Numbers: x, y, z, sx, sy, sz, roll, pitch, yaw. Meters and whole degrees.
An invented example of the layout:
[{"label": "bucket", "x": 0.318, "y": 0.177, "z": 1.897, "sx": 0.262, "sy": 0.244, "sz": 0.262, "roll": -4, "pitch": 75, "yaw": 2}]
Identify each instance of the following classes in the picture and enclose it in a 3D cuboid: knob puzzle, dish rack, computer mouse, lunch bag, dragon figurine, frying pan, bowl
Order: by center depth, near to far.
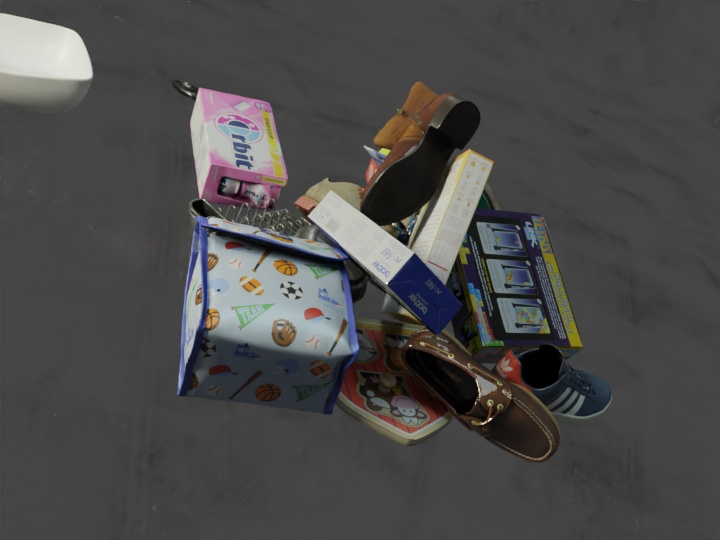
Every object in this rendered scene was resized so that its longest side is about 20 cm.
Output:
[{"label": "lunch bag", "x": -0.098, "y": 0.029, "z": 0.842, "sx": 0.166, "sy": 0.125, "sz": 0.202, "roll": 13, "pitch": 39, "yaw": -18}, {"label": "knob puzzle", "x": 0.033, "y": 0.113, "z": 0.912, "sx": 0.215, "sy": 0.031, "sz": 0.221, "roll": 18, "pitch": 30, "yaw": -10}, {"label": "frying pan", "x": -0.004, "y": 0.010, "z": 1.008, "sx": 0.189, "sy": 0.031, "sz": 0.116, "roll": 37, "pitch": 36, "yaw": -16}, {"label": "dish rack", "x": -0.110, "y": -0.038, "z": 1.033, "sx": 0.153, "sy": 0.055, "sz": 0.198, "roll": 41, "pitch": 33, "yaw": 26}, {"label": "dragon figurine", "x": 0.047, "y": -0.056, "z": 1.136, "sx": 0.058, "sy": 0.200, "sz": 0.101, "roll": -18, "pitch": 75, "yaw": -9}, {"label": "bowl", "x": -0.494, "y": -0.292, "z": 1.156, "sx": 0.196, "sy": 0.076, "sz": 0.201, "roll": 4, "pitch": 34, "yaw": -31}, {"label": "computer mouse", "x": -0.262, "y": -0.266, "z": 1.327, "sx": 0.058, "sy": 0.035, "sz": 0.200, "roll": 0, "pitch": 30, "yaw": -38}]

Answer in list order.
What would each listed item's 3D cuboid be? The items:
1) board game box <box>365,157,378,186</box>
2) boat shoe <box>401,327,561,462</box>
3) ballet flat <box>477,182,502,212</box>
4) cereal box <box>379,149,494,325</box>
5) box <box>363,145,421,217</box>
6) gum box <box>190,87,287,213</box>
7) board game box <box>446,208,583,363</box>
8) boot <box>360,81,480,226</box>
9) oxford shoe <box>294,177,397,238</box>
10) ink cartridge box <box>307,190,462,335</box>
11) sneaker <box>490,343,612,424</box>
[{"label": "board game box", "x": 0.111, "y": -0.110, "z": 1.315, "sx": 0.196, "sy": 0.041, "sz": 0.154, "roll": 15, "pitch": 31, "yaw": -14}, {"label": "boat shoe", "x": 0.126, "y": 0.140, "z": 0.874, "sx": 0.198, "sy": 0.071, "sz": 0.070, "roll": 36, "pitch": 19, "yaw": 13}, {"label": "ballet flat", "x": 0.185, "y": -0.085, "z": 1.218, "sx": 0.202, "sy": 0.067, "sz": 0.068, "roll": 57, "pitch": 35, "yaw": -29}, {"label": "cereal box", "x": 0.088, "y": -0.035, "z": 0.966, "sx": 0.039, "sy": 0.204, "sz": 0.144, "roll": 23, "pitch": -4, "yaw": -8}, {"label": "box", "x": 0.096, "y": -0.105, "z": 1.146, "sx": 0.201, "sy": 0.048, "sz": 0.122, "roll": 52, "pitch": -10, "yaw": -33}, {"label": "gum box", "x": -0.178, "y": -0.172, "z": 1.167, "sx": 0.111, "sy": 0.067, "sz": 0.202, "roll": 8, "pitch": 41, "yaw": -24}, {"label": "board game box", "x": 0.189, "y": 0.019, "z": 1.062, "sx": 0.162, "sy": 0.057, "sz": 0.204, "roll": 5, "pitch": 60, "yaw": -27}, {"label": "boot", "x": 0.045, "y": -0.154, "z": 1.010, "sx": 0.068, "sy": 0.190, "sz": 0.200, "roll": 33, "pitch": 6, "yaw": -24}, {"label": "oxford shoe", "x": -0.012, "y": -0.082, "z": 1.069, "sx": 0.198, "sy": 0.075, "sz": 0.071, "roll": 28, "pitch": -17, "yaw": 46}, {"label": "ink cartridge box", "x": 0.021, "y": -0.013, "z": 0.871, "sx": 0.094, "sy": 0.044, "sz": 0.200, "roll": 45, "pitch": -2, "yaw": -35}, {"label": "sneaker", "x": 0.239, "y": 0.130, "z": 0.970, "sx": 0.196, "sy": 0.086, "sz": 0.075, "roll": 2, "pitch": 35, "yaw": -32}]
